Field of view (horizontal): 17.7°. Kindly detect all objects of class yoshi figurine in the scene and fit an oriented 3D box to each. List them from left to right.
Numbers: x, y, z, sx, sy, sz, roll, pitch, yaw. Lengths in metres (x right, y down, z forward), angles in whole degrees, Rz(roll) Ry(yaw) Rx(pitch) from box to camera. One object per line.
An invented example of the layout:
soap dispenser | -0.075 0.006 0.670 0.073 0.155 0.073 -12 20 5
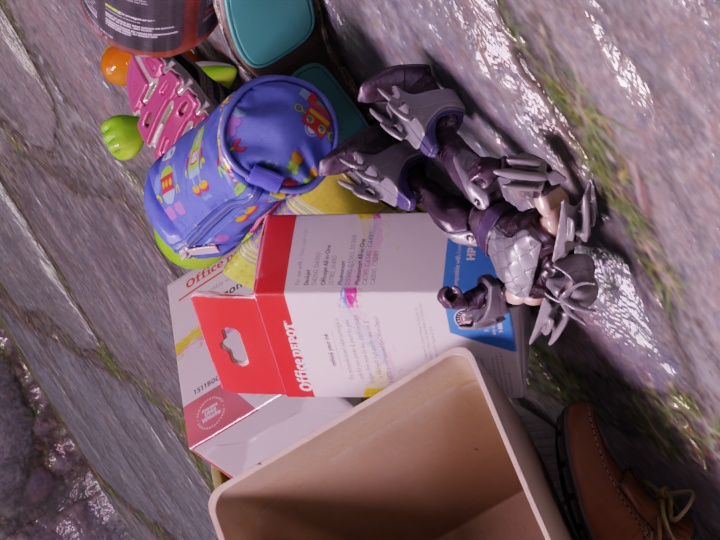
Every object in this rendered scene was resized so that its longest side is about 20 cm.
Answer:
yoshi figurine | -0.136 -0.080 1.728 0.112 0.112 0.200 98 151 -48

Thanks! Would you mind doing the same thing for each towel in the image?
towel | 0.000 0.000 1.552 0.143 0.023 0.200 38 146 -10

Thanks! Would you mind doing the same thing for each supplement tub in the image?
supplement tub | -0.133 -0.223 1.503 0.107 0.107 0.200 52 164 10

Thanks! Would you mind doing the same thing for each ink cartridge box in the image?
ink cartridge box | -0.076 0.042 1.712 0.067 0.116 0.201 40 -153 -42
ink cartridge box | 0.003 0.023 1.458 0.116 0.199 0.068 76 -163 -52

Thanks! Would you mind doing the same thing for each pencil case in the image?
pencil case | -0.082 -0.062 1.494 0.078 0.087 0.200 18 162 -17

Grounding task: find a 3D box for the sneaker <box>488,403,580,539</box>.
sneaker | 0.137 0.183 1.595 0.200 0.075 0.105 41 154 29

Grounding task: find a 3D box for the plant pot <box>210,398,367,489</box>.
plant pot | 0.016 0.163 1.750 0.200 0.200 0.184 38 169 45

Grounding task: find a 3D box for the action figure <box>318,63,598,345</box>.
action figure | 0.068 -0.033 1.342 0.200 0.069 0.131 43 131 31

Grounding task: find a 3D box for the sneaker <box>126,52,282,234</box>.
sneaker | -0.079 -0.092 1.633 0.200 0.087 0.074 42 134 12

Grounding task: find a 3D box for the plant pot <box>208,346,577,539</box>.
plant pot | 0.054 0.200 1.456 0.177 0.199 0.201 35 -151 -58

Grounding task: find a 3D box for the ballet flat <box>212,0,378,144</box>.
ballet flat | -0.050 -0.144 1.508 0.201 0.068 0.075 60 174 -30

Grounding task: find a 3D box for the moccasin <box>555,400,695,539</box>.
moccasin | 0.183 0.173 1.456 0.202 0.077 0.074 64 -178 12
